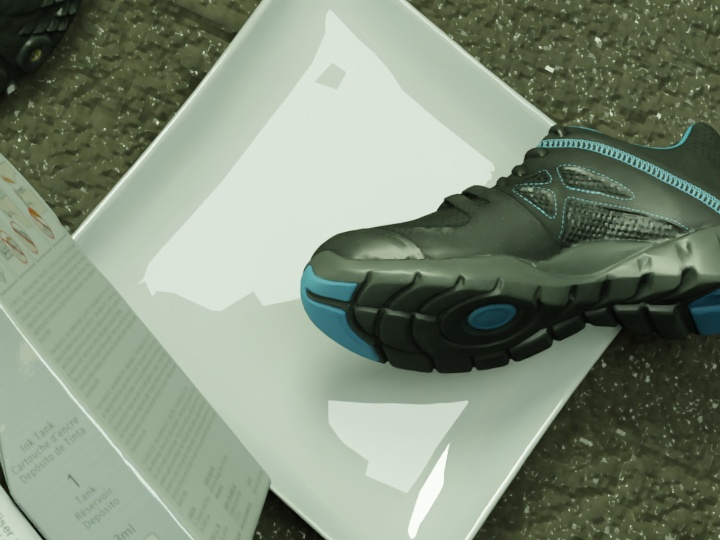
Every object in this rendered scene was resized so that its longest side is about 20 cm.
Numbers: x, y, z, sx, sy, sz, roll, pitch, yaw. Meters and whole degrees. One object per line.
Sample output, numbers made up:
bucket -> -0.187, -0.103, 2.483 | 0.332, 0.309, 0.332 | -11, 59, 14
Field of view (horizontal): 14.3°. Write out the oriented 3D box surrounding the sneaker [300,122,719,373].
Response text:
sneaker -> 0.067, -0.011, 1.141 | 0.199, 0.073, 0.082 | -4, 62, -21

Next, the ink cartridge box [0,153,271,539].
ink cartridge box -> -0.115, 0.033, 1.037 | 0.047, 0.160, 0.200 | -40, 95, 8

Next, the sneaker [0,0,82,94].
sneaker -> -0.139, -0.140, 1.151 | 0.072, 0.072, 0.200 | 30, 77, 34

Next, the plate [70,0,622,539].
plate -> 0.000, 0.000, 1.165 | 0.199, 0.032, 0.200 | 38, 73, -3

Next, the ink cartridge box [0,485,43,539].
ink cartridge box -> -0.144, 0.134, 1.031 | 0.075, 0.165, 0.200 | -37, 89, -17
